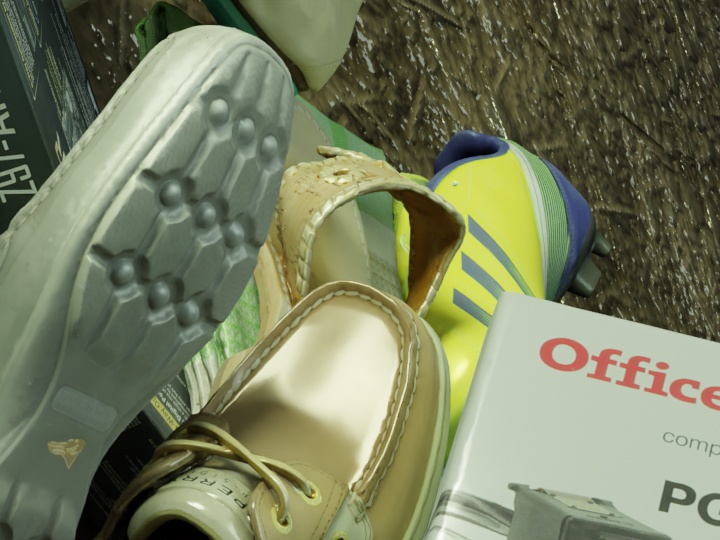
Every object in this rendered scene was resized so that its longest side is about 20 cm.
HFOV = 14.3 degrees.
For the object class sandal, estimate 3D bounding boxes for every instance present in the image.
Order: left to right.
[{"bbox_3d":[0.003,0.004,0.917,0.078,0.069,0.212,51,26,-27],"label":"sandal"}]

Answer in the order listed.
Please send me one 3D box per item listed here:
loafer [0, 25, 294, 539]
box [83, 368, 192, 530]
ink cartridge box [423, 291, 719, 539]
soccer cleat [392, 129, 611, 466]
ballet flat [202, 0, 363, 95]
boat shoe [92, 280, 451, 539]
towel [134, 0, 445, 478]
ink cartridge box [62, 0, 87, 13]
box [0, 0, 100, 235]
[{"bbox_3d":[-0.088,0.019,0.769,0.070,0.201,0.070,28,-6,40],"label":"loafer"},{"bbox_3d":[-0.038,0.054,0.993,0.200,0.049,0.162,54,25,-25],"label":"box"},{"bbox_3d":[0.078,0.115,0.748,0.084,0.144,0.201,97,9,-50],"label":"ink cartridge box"},{"bbox_3d":[0.034,0.007,1.007,0.084,0.065,0.200,42,24,-4],"label":"soccer cleat"},{"bbox_3d":[-0.052,-0.132,0.926,0.200,0.069,0.070,47,29,-50],"label":"ballet flat"},{"bbox_3d":[-0.036,0.080,0.780,0.201,0.074,0.067,-62,156,-25],"label":"boat shoe"},{"bbox_3d":[-0.021,0.021,0.975,0.149,0.031,0.201,35,36,-50],"label":"towel"},{"bbox_3d":[-0.108,-0.203,0.967,0.200,0.147,0.086,47,29,-32],"label":"ink cartridge box"},{"bbox_3d":[-0.121,-0.087,0.846,0.160,0.043,0.201,-102,175,-66],"label":"box"}]
